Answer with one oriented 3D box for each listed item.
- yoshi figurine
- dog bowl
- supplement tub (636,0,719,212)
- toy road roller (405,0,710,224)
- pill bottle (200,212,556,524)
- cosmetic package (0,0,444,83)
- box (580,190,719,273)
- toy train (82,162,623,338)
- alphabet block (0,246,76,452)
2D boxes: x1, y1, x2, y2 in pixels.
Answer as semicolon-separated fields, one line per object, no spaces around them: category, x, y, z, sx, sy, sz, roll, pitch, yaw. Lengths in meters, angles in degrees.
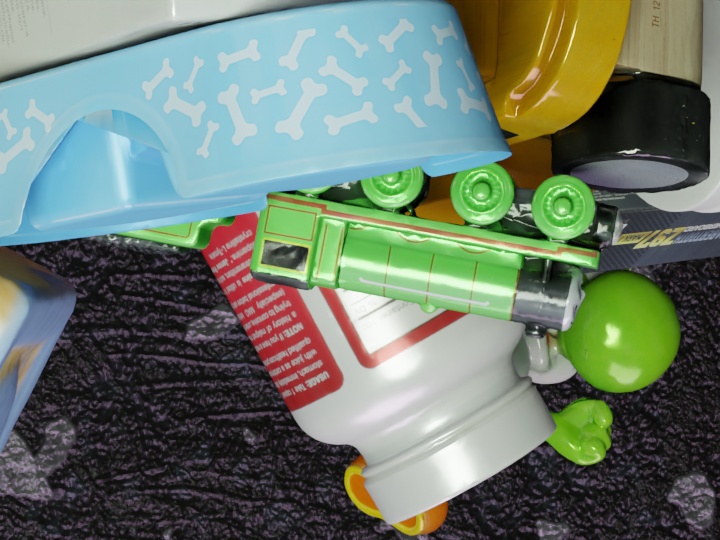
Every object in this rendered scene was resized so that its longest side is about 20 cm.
yoshi figurine;0.082;0.046;1.245;0.200;0.112;0.113;-32;160;-35
dog bowl;-0.045;-0.044;0.788;0.199;0.050;0.111;-9;179;43
supplement tub;0.214;-0.095;1.095;0.199;0.145;0.144;-7;179;-26
toy road roller;0.031;-0.092;0.927;0.145;0.124;0.200;9;168;-31
pill bottle;0.000;0.000;1.077;0.112;0.201;0.112;-29;180;0
cosmetic package;-0.070;-0.101;0.819;0.101;0.075;0.200;-7;-179;-32
box;0.104;-0.076;1.170;0.199;0.158;0.051;-6;147;-49
toy train;-0.009;-0.019;0.885;0.199;0.057;0.042;11;179;7
alphabet block;-0.241;0.048;0.940;0.199;0.197;0.195;27;178;-2
